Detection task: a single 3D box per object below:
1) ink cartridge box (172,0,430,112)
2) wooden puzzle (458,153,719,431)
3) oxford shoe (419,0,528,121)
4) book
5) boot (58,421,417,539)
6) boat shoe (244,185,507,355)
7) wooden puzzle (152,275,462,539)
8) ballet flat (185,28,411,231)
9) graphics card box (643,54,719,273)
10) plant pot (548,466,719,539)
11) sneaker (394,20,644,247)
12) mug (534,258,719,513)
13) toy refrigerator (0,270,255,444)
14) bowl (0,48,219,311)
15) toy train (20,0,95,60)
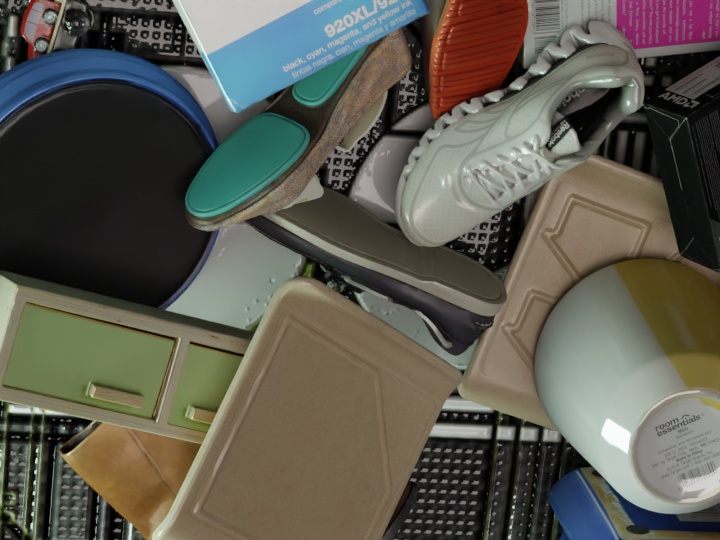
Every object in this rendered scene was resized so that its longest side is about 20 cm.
[{"bbox_3d":[-0.070,-0.233,1.569,0.144,0.147,0.201,-27,109,-1],"label":"ink cartridge box"},{"bbox_3d":[0.184,0.026,1.745,0.184,0.046,0.201,19,107,-14],"label":"wooden puzzle"},{"bbox_3d":[0.068,-0.195,1.654,0.071,0.073,0.201,-12,126,-30],"label":"oxford shoe"},{"bbox_3d":[0.204,-0.211,1.676,0.198,0.048,0.135,-5,111,-7],"label":"book"},{"bbox_3d":[-0.082,0.143,1.737,0.188,0.069,0.201,-34,101,8],"label":"boot"},{"bbox_3d":[0.000,0.000,1.690,0.199,0.073,0.063,24,120,-10],"label":"boat shoe"},{"bbox_3d":[-0.036,0.121,1.658,0.185,0.037,0.201,32,85,-43],"label":"wooden puzzle"},{"bbox_3d":[-0.033,-0.088,1.643,0.200,0.068,0.067,-47,137,-10],"label":"ballet flat"},{"bbox_3d":[0.289,-0.101,1.675,0.199,0.051,0.126,-33,123,-23],"label":"graphics card box"},{"bbox_3d":[0.225,0.245,1.733,0.198,0.200,0.181,2,106,-8],"label":"plant pot"},{"bbox_3d":[0.106,-0.084,1.652,0.200,0.081,0.075,-40,118,8],"label":"sneaker"},{"bbox_3d":[0.211,0.072,1.659,0.148,0.153,0.188,21,106,-14],"label":"mug"},{"bbox_3d":[-0.154,0.061,1.626,0.199,0.070,0.077,15,93,-29],"label":"toy refrigerator"},{"bbox_3d":[-0.183,-0.046,1.638,0.199,0.039,0.202,-9,115,-20],"label":"bowl"},{"bbox_3d":[-0.201,-0.160,1.630,0.045,0.034,0.201,19,103,-2],"label":"toy train"}]
